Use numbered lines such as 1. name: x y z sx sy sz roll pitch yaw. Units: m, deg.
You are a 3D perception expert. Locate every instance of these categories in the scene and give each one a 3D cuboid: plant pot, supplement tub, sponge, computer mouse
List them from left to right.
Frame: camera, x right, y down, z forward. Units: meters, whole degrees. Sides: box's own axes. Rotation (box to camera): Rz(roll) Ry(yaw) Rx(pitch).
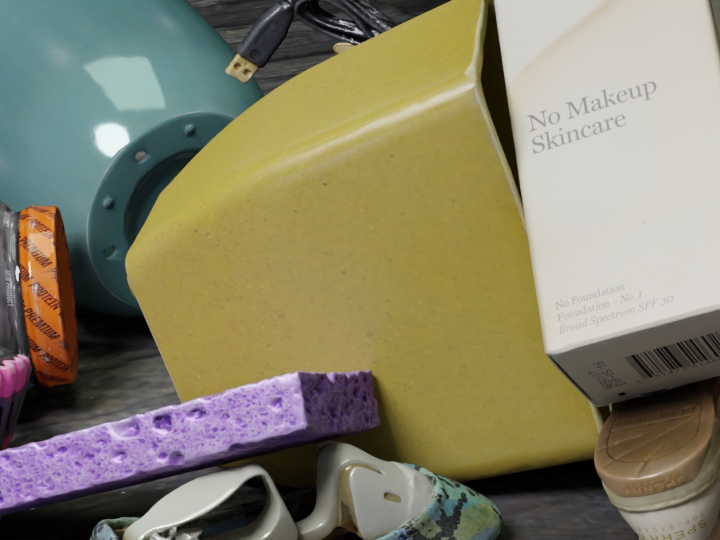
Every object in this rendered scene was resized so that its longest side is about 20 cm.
1. supplement tub: -0.254 0.023 1.193 0.200 0.123 0.123 -5 19 -3
2. plant pot: -0.138 -0.065 1.322 0.200 0.201 0.161 -16 32 -28
3. sponge: -0.099 0.081 1.007 0.200 0.030 0.112 -14 -5 17
4. computer mouse: -0.031 -0.060 1.223 0.140 0.200 0.046 38 23 14
5. plant pot: 0.000 0.000 1.112 0.200 0.194 0.196 -19 17 10

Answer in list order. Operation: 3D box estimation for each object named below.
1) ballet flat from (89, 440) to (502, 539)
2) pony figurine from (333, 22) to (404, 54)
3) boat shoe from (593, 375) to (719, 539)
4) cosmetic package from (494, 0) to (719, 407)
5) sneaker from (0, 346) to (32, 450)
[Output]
1. ballet flat: -0.026 0.110 0.967 0.200 0.074 0.074 -15 22 -26
2. pony figurine: 0.099 -0.165 1.640 0.200 0.167 0.193 17 32 14
3. boat shoe: 0.150 0.074 1.034 0.071 0.065 0.200 -13 18 24
4. cosmetic package: 0.127 -0.051 1.012 0.103 0.200 0.073 -17 -29 19
5. sneaker: -0.236 0.075 1.070 0.095 0.079 0.200 28 29 18
